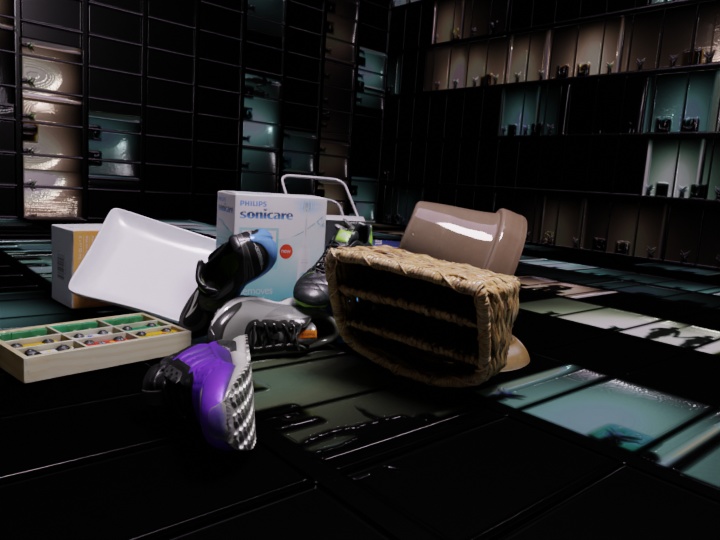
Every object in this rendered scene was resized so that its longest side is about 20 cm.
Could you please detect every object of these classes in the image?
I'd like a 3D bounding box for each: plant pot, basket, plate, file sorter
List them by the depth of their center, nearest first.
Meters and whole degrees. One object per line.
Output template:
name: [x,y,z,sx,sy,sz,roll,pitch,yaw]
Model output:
basket: [0.062,0.058,0.670,0.197,0.145,0.148,15,10,28]
plant pot: [0.141,0.101,0.839,0.196,0.028,0.200,5,8,-1]
plate: [-0.314,0.000,0.905,0.197,0.033,0.201,18,38,-15]
plant pot: [0.150,-0.027,0.963,0.172,0.203,0.200,22,9,2]
file sorter: [-0.098,-0.058,1.094,0.137,0.202,0.126,1,45,-25]

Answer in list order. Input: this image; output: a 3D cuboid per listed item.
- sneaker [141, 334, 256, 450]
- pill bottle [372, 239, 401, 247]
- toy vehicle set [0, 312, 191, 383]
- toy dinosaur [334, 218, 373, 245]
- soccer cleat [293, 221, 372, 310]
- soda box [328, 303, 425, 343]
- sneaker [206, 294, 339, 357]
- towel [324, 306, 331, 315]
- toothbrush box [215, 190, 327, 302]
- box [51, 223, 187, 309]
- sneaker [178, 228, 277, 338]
sneaker: [-0.144,0.110,0.522,0.098,0.071,0.200,-5,5,-10]
pill bottle: [0.068,-0.006,1.244,0.196,0.113,0.111,4,8,1]
toy vehicle set: [-0.321,0.086,0.707,0.123,0.027,0.198,10,10,39]
toy dinosaur: [0.000,0.000,0.984,0.199,0.103,0.136,26,15,-41]
soccer cleat: [-0.036,-0.012,0.828,0.067,0.082,0.200,17,27,17]
soda box: [0.059,0.057,0.803,0.197,0.065,0.068,-6,15,31]
sneaker: [-0.107,0.073,0.754,0.079,0.075,0.198,17,15,40]
towel: [0.016,0.055,1.020,0.110,0.049,0.199,8,10,24]
toothbrush box: [-0.134,-0.012,0.871,0.144,0.204,0.085,0,8,-32]
box: [-0.408,-0.013,1.008,0.097,0.127,0.198,12,12,42]
sneaker: [-0.186,0.015,0.758,0.082,0.071,0.200,-1,-36,-49]
